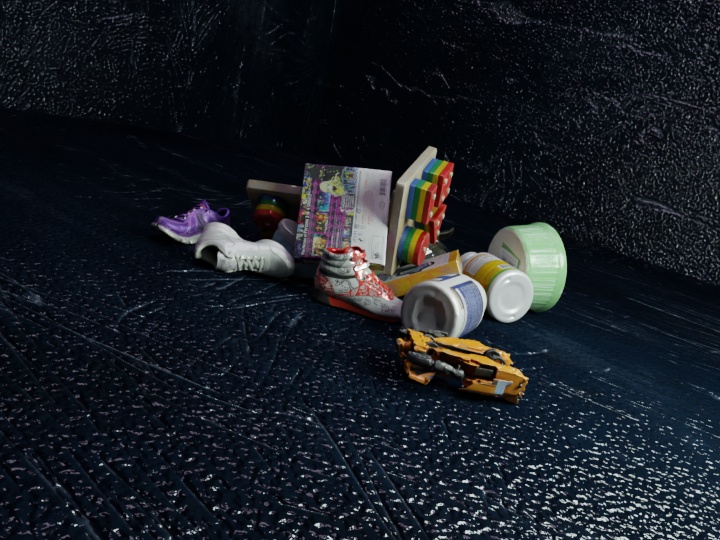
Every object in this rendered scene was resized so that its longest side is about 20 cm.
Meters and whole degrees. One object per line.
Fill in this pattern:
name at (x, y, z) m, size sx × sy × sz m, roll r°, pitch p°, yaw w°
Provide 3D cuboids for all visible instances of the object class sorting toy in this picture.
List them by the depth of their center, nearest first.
sorting toy at (0.123, -0.114, 1.383) m, size 0.068 × 0.203 × 0.201 m, roll 17°, pitch 35°, yaw 16°
sorting toy at (-0.140, -0.097, 1.473) m, size 0.193 × 0.071 × 0.201 m, roll 9°, pitch -25°, yaw 7°

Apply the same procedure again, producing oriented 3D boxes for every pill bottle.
pill bottle at (0.156, 0.065, 1.221) m, size 0.109 × 0.114 × 0.199 m, roll 20°, pitch 14°, yaw 25°
pill bottle at (0.282, 0.027, 1.506) m, size 0.108 × 0.114 × 0.200 m, roll 8°, pitch 14°, yaw -21°

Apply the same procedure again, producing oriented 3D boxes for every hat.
hat at (0.146, -0.017, 1.587) m, size 0.197 × 0.082 × 0.201 m, roll -28°, pitch -6°, yaw -3°

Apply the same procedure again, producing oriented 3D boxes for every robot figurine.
robot figurine at (0.142, 0.139, 1.027) m, size 0.194 × 0.060 × 0.145 m, roll 13°, pitch 13°, yaw -8°

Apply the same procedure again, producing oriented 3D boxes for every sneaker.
sneaker at (0.013, 0.021, 1.256) m, size 0.196 × 0.111 × 0.067 m, roll 14°, pitch 13°, yaw 2°
sneaker at (-0.223, -0.019, 1.310) m, size 0.195 × 0.076 × 0.101 m, roll 18°, pitch 37°, yaw 3°
sneaker at (-0.097, -0.011, 1.375) m, size 0.199 × 0.083 × 0.074 m, roll 42°, pitch 28°, yaw 11°
sneaker at (-0.355, -0.107, 1.450) m, size 0.079 × 0.086 × 0.198 m, roll 21°, pitch 16°, yaw 31°

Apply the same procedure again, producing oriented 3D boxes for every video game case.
video game case at (-0.032, -0.105, 1.337) m, size 0.175 × 0.206 × 0.036 m, roll 4°, pitch -22°, yaw 1°

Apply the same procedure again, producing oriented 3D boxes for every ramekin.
ramekin at (0.369, -0.007, 1.566) m, size 0.095 × 0.206 × 0.200 m, roll 0°, pitch 17°, yaw -22°

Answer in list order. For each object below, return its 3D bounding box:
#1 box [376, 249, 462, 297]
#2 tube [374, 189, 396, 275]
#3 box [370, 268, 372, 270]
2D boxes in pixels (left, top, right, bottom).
box at (0.107, 0.014, 1.385) m, size 0.195 × 0.043 × 0.119 m, roll -19°, pitch 8°, yaw 13°
tube at (0.067, -0.068, 1.471) m, size 0.057 × 0.206 × 0.052 m, roll 18°, pitch 17°, yaw 16°
box at (0.000, 0.000, 1.416) m, size 0.041 × 0.040 × 0.200 m, roll -25°, pitch 12°, yaw 0°
